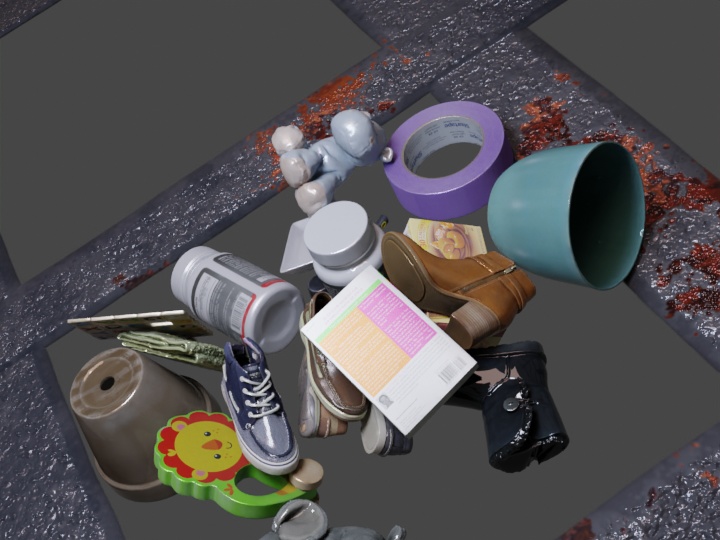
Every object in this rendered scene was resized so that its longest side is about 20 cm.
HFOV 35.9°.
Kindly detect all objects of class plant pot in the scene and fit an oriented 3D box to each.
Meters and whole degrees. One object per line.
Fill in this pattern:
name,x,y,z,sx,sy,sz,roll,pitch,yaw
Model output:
plant pot,-0.324,0.206,1.602,0.199,0.174,0.200,-14,48,16
plant pot,0.275,-0.078,1.547,0.161,0.201,0.201,5,54,43

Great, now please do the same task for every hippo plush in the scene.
hippo plush,-0.028,-0.167,1.757,0.160,0.200,0.160,-25,71,8

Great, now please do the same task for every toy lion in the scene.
toy lion,-0.174,0.259,1.498,0.191,0.069,0.200,-11,39,-29

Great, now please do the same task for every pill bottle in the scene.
pill bottle,0.000,0.000,1.600,0.114,0.200,0.114,-13,49,15
pill bottle,-0.191,0.041,1.706,0.200,0.114,0.114,26,67,38

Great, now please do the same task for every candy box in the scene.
candy box,0.129,0.018,1.589,0.115,0.055,0.200,6,47,-15

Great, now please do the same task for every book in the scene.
book,0.038,0.104,1.464,0.134,0.048,0.200,-45,69,-5

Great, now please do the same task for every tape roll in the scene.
tape roll,0.140,-0.177,1.775,0.200,0.066,0.201,-14,49,16

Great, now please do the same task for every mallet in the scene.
mallet,-0.011,-0.007,1.731,0.041,0.066,0.200,15,46,33

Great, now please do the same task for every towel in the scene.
towel,-0.241,0.120,1.624,0.148,0.200,0.037,10,81,30

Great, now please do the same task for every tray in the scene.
tray,-0.065,-0.046,1.746,0.107,0.022,0.200,-19,22,11

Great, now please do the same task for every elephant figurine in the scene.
elephant figurine,-0.073,0.356,1.378,0.199,0.155,0.142,14,82,23

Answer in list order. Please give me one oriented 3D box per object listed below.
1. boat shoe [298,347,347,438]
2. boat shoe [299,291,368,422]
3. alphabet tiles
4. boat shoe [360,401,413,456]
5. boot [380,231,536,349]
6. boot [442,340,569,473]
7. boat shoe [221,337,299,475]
boat shoe,-0.049,0.162,1.588,0.072,0.076,0.200,9,43,-10
boat shoe,-0.037,0.113,1.534,0.075,0.075,0.203,-4,46,-26
alphabet tiles,-0.313,0.087,1.627,0.167,0.200,0.008,-5,75,6
boat shoe,0.033,0.177,1.551,0.063,0.073,0.200,14,40,-19
boot,0.134,0.003,1.517,0.155,0.074,0.200,-33,78,-37
boot,0.162,0.184,1.455,0.199,0.077,0.168,-12,45,8
boat shoe,-0.139,0.177,1.488,0.074,0.093,0.200,-16,42,-23
